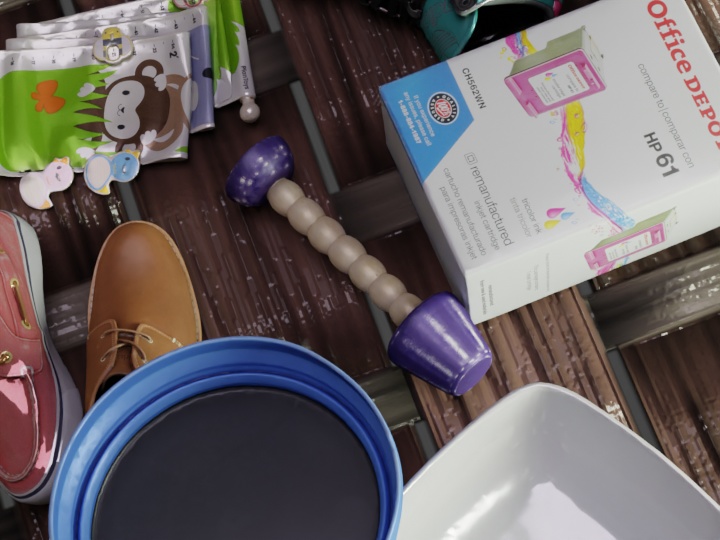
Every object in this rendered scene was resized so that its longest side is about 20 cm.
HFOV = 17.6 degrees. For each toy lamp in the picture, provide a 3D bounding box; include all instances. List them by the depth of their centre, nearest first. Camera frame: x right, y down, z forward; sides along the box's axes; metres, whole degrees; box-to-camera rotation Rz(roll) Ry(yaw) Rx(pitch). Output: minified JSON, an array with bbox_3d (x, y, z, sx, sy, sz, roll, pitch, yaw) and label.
[{"bbox_3d":[0.000,0.000,1.427,0.058,0.058,0.200,-42,67,-12],"label":"toy lamp"}]

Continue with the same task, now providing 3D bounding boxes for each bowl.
[{"bbox_3d":[-0.074,0.134,1.302,0.201,0.039,0.201,-5,61,8],"label":"bowl"},{"bbox_3d":[0.106,0.188,1.319,0.200,0.075,0.200,40,71,18],"label":"bowl"}]

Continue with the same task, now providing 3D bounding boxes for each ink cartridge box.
[{"bbox_3d":[0.130,-0.076,1.430,0.200,0.085,0.145,-22,66,-5],"label":"ink cartridge box"}]

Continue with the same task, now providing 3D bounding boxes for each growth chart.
[{"bbox_3d":[-0.162,-0.119,1.514,0.200,0.018,0.145,-16,67,0],"label":"growth chart"}]

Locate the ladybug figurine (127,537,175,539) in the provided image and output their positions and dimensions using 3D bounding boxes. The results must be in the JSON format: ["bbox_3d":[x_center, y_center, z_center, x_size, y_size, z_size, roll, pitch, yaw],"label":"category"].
[{"bbox_3d":[-0.090,0.203,1.338,0.200,0.072,0.136,4,67,7],"label":"ladybug figurine"}]

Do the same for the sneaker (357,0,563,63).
[{"bbox_3d":[0.040,-0.174,1.485,0.200,0.084,0.121,-5,57,2],"label":"sneaker"}]

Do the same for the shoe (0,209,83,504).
[{"bbox_3d":[-0.231,0.044,1.400,0.071,0.091,0.200,-29,60,26],"label":"shoe"}]

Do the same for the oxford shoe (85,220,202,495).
[{"bbox_3d":[-0.135,0.053,1.409,0.071,0.071,0.200,-5,65,4],"label":"oxford shoe"}]
